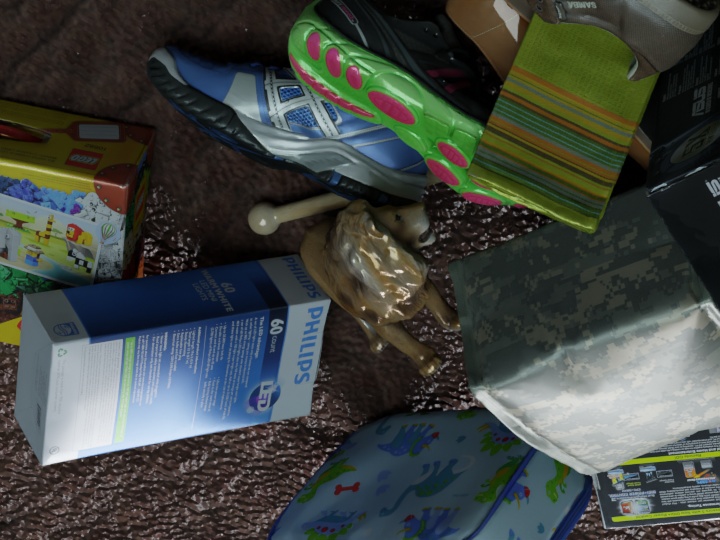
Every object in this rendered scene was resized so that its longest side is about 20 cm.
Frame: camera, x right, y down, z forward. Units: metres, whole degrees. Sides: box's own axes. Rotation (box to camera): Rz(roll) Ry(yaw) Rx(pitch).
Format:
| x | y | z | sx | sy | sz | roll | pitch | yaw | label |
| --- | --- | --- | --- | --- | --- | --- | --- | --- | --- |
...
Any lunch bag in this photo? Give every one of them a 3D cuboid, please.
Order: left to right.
| x | y | z | sx | sy | sz | roll | pitch | yaw | label |
| --- | --- | --- | --- | --- | --- | --- | --- | --- | --- |
| 0.043 | 0.169 | 1.487 | 0.199 | 0.161 | 0.083 | -8 | 120 | 41 | lunch bag |
| 0.174 | 0.047 | 1.376 | 0.163 | 0.118 | 0.200 | -22 | 142 | 20 | lunch bag |

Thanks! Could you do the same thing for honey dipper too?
| x | y | z | sx | sy | sz | roll | pitch | yaw | label |
| --- | --- | --- | --- | --- | --- | --- | --- | --- | --- |
| 0.014 | -0.056 | 1.451 | 0.199 | 0.038 | 0.038 | -12 | 119 | 23 | honey dipper |

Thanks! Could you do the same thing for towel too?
| x | y | z | sx | sy | sz | roll | pitch | yaw | label |
| --- | --- | --- | --- | --- | --- | --- | --- | --- | --- |
| 0.138 | -0.129 | 1.311 | 0.086 | 0.018 | 0.201 | 23 | 83 | -5 | towel |

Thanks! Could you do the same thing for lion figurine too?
| x | y | z | sx | sy | sz | roll | pitch | yaw | label |
| --- | --- | --- | --- | --- | --- | --- | --- | --- | --- |
| 0.000 | 0.000 | 1.412 | 0.122 | 0.073 | 0.200 | 43 | 165 | -21 | lion figurine |

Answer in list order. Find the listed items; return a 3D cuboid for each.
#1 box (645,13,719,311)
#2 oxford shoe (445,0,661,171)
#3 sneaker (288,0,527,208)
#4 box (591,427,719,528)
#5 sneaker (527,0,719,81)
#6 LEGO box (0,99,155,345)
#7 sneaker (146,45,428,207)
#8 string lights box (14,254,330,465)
| x | y | z | sx | sy | sz | roll | pitch | yaw | label |
| --- | --- | --- | --- | --- | --- | --- | --- | --- | --- |
| 0.250 | -0.048 | 1.303 | 0.086 | 0.200 | 0.164 | -25 | 114 | 25 | box |
| 0.136 | -0.117 | 1.368 | 0.200 | 0.071 | 0.071 | 45 | 126 | -4 | oxford shoe |
| 0.053 | -0.111 | 1.356 | 0.200 | 0.084 | 0.077 | 36 | 153 | -8 | sneaker |
| 0.248 | 0.092 | 1.487 | 0.199 | 0.044 | 0.161 | -7 | 121 | 17 | box |
| 0.107 | -0.180 | 1.262 | 0.200 | 0.071 | 0.076 | 35 | 127 | -4 | sneaker |
| -0.247 | -0.034 | 1.492 | 0.199 | 0.077 | 0.149 | 11 | 124 | 5 | LEGO box |
| -0.042 | -0.104 | 1.418 | 0.199 | 0.076 | 0.077 | 24 | 86 | 4 | sneaker |
| -0.125 | 0.058 | 1.472 | 0.199 | 0.059 | 0.103 | -9 | 128 | -27 | string lights box |
